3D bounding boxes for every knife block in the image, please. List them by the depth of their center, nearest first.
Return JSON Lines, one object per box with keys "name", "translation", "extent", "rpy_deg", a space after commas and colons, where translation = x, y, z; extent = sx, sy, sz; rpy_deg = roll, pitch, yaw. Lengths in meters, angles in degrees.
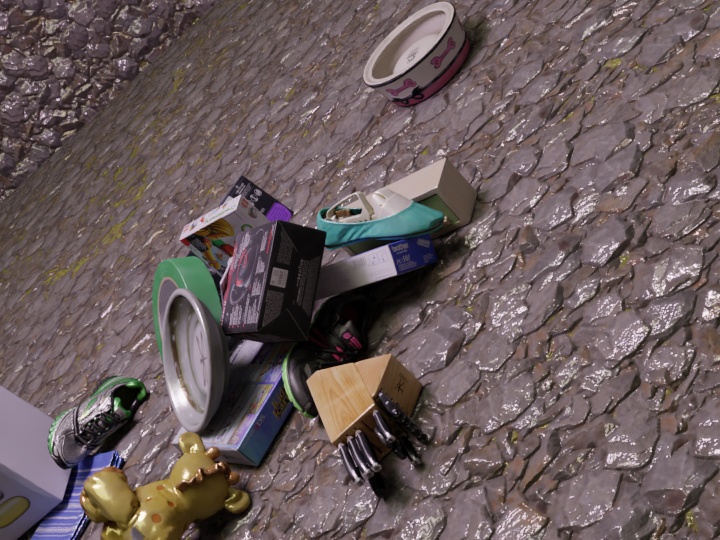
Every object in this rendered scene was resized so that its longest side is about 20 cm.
{"name": "knife block", "translation": [-0.006, 0.190, 1.342], "extent": [0.200, 0.064, 0.176], "rpy_deg": [-17, 37, 44]}

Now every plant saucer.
{"name": "plant saucer", "translation": [-0.222, 0.123, 1.590], "extent": [0.200, 0.050, 0.201], "rpy_deg": [19, 111, 61]}

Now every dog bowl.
{"name": "dog bowl", "translation": [0.102, -0.367, 1.976], "extent": [0.200, 0.074, 0.200], "rpy_deg": [-33, 29, 21]}

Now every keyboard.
{"name": "keyboard", "translation": [-0.189, 0.064, 1.688], "extent": [0.011, 0.200, 0.056], "rpy_deg": [8, 49, 6]}

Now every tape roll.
{"name": "tape roll", "translation": [-0.264, 0.080, 1.747], "extent": [0.048, 0.201, 0.200], "rpy_deg": [-9, 12, -27]}

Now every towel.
{"name": "towel", "translation": [-0.454, 0.370, 1.780], "extent": [0.144, 0.024, 0.200], "rpy_deg": [-15, 39, 47]}

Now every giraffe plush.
{"name": "giraffe plush", "translation": [-0.241, 0.294, 1.460], "extent": [0.162, 0.173, 0.200], "rpy_deg": [-34, 8, -30]}

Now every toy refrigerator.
{"name": "toy refrigerator", "translation": [0.060, -0.076, 1.618], "extent": [0.200, 0.076, 0.070], "rpy_deg": [-23, 33, 36]}

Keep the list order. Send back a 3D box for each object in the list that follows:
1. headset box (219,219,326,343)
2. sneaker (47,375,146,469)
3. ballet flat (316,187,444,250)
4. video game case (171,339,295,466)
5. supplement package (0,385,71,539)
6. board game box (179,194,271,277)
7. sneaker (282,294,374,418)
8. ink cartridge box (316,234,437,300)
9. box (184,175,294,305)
{"name": "headset box", "translation": [-0.125, 0.020, 1.552], "extent": [0.200, 0.075, 0.149], "rpy_deg": [168, 114, -66]}
{"name": "sneaker", "translation": [-0.424, 0.237, 1.844], "extent": [0.085, 0.078, 0.200], "rpy_deg": [-11, 31, 43]}
{"name": "ballet flat", "translation": [0.017, -0.074, 1.549], "extent": [0.199, 0.071, 0.067], "rpy_deg": [-9, 22, 36]}
{"name": "video game case", "translation": [-0.154, 0.175, 1.601], "extent": [0.181, 0.045, 0.200], "rpy_deg": [-8, 45, 53]}
{"name": "supplement package", "translation": [-0.596, 0.321, 1.843], "extent": [0.200, 0.191, 0.147], "rpy_deg": [-40, 26, 25]}
{"name": "board game box", "translation": [-0.154, -0.016, 1.700], "extent": [0.126, 0.200, 0.035], "rpy_deg": [-25, 34, 35]}
{"name": "sneaker", "translation": [-0.040, 0.103, 1.505], "extent": [0.084, 0.077, 0.200], "rpy_deg": [-23, 35, 45]}
{"name": "ink cartridge box", "translation": [0.000, 0.000, 1.577], "extent": [0.200, 0.044, 0.094], "rpy_deg": [-18, 0, 41]}
{"name": "box", "translation": [-0.208, -0.033, 1.826], "extent": [0.200, 0.106, 0.122], "rpy_deg": [-50, 7, 45]}
